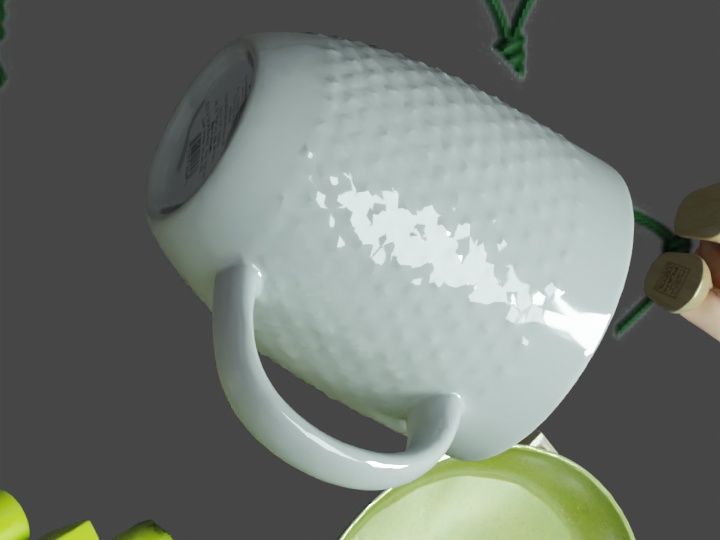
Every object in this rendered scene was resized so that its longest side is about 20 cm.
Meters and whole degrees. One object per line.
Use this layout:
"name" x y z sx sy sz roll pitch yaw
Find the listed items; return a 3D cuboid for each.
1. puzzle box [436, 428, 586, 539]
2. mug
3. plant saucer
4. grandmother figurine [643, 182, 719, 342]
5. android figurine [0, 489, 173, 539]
"puzzle box" 0.052 0.190 1.157 0.200 0.025 0.133 -47 120 -14
"mug" 0.000 0.000 0.995 0.175 0.148 0.201 28 50 -23
"plant saucer" 0.047 0.176 1.117 0.199 0.031 0.201 -8 105 -29
"grandmother figurine" 0.236 0.035 1.215 0.200 0.061 0.122 28 95 -30
"android figurine" -0.141 0.188 0.991 0.200 0.041 0.183 -31 97 -42
